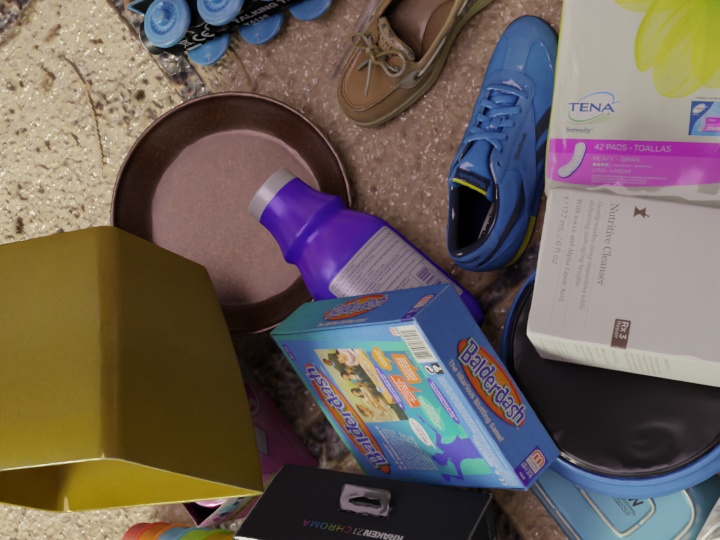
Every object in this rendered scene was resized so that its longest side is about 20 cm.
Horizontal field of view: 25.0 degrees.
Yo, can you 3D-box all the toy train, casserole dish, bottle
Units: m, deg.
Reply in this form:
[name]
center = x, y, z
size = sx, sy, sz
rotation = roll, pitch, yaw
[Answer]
[toy train]
center = -0.104, -0.248, 1.340
size = 0.199, 0.087, 0.115
rotation = -19, 71, 28
[casserole dish]
center = 0.182, 0.149, 1.205
size = 0.121, 0.039, 0.200
rotation = -44, 71, 19
[bottle]
center = 0.000, 0.000, 1.263
size = 0.200, 0.065, 0.084
rotation = 40, 73, 11

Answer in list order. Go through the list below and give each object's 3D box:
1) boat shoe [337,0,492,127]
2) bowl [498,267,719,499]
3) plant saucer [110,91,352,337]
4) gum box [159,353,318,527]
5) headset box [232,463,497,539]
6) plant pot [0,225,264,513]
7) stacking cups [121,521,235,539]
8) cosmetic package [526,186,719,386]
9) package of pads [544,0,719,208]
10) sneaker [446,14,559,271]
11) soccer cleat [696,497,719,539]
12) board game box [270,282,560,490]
[boat shoe]
center = 0.043, -0.198, 1.271
size = 0.073, 0.063, 0.200
rotation = 45, 109, 20
[bowl]
center = 0.196, 0.062, 1.168
size = 0.200, 0.039, 0.201
rotation = -4, 76, 14
[plant saucer]
center = -0.104, -0.045, 1.330
size = 0.200, 0.037, 0.201
rotation = 0, 86, 6
[gum box]
center = -0.138, 0.107, 1.328
size = 0.066, 0.113, 0.200
rotation = -45, 70, 19
[headset box]
center = 0.012, 0.248, 1.205
size = 0.173, 0.093, 0.201
rotation = 5, 123, 24
[plant pot]
center = -0.202, 0.075, 1.200
size = 0.199, 0.200, 0.177
rotation = -8, 73, 26
[stacking cups]
center = -0.136, 0.231, 1.313
size = 0.200, 0.060, 0.061
rotation = -3, 87, 62
[cosmetic package]
center = 0.223, 0.016, 1.108
size = 0.199, 0.081, 0.113
rotation = 6, 76, 17
[package of pads]
center = 0.216, -0.134, 1.170
size = 0.154, 0.068, 0.201
rotation = 5, 83, 27
[sneaker]
center = 0.107, -0.097, 1.228
size = 0.066, 0.078, 0.201
rotation = 14, 94, 29
[soccer cleat]
center = 0.274, 0.174, 1.116
size = 0.068, 0.085, 0.200
rotation = 29, 87, 25
[board game box]
center = 0.035, 0.088, 1.190
size = 0.200, 0.045, 0.152
rotation = -9, 119, 56
